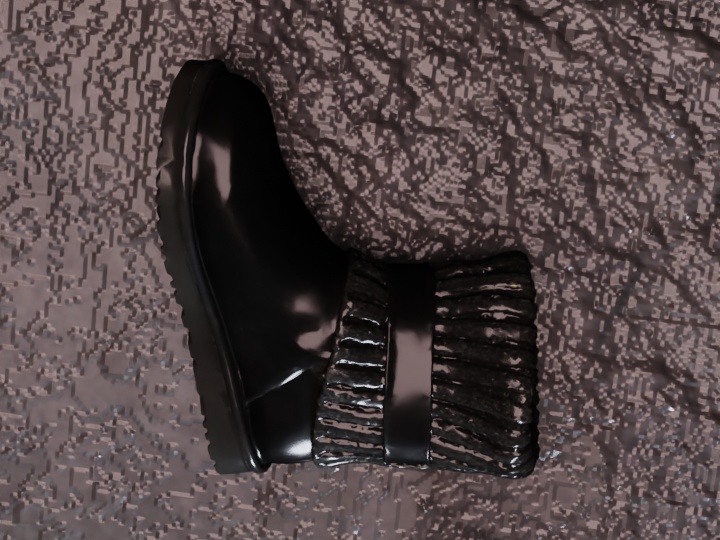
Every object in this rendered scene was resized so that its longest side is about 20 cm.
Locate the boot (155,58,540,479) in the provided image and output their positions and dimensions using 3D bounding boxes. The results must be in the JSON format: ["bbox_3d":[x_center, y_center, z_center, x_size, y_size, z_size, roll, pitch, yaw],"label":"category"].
[{"bbox_3d":[0.001,-0.001,1.050,0.157,0.079,0.212,-3,117,14],"label":"boot"}]
